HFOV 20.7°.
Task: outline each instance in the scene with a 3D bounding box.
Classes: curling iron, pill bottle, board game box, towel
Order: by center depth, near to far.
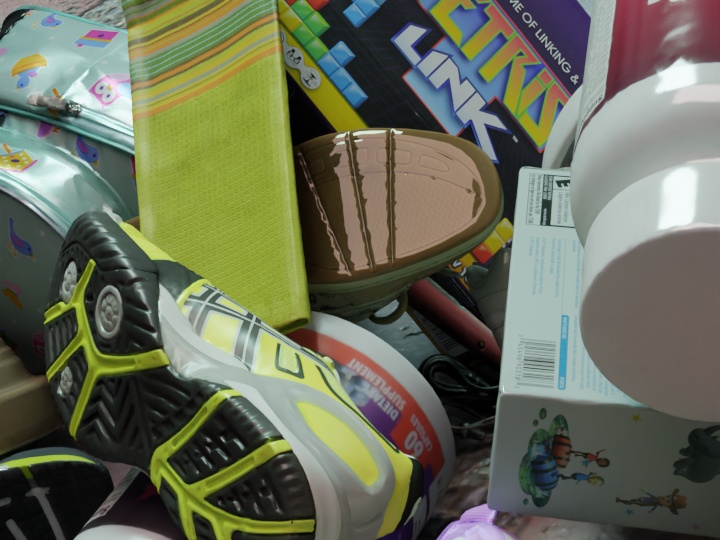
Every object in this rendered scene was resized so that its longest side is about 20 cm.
[{"bbox_3d":[0.131,-0.051,0.701,0.108,0.110,0.201,-10,41,22],"label":"pill bottle"},{"bbox_3d":[0.152,0.032,0.743,0.198,0.065,0.148,5,38,5],"label":"board game box"},{"bbox_3d":[-0.052,0.118,0.777,0.111,0.112,0.200,1,38,36],"label":"pill bottle"},{"bbox_3d":[-0.065,-0.055,0.836,0.086,0.018,0.202,-26,56,32],"label":"towel"},{"bbox_3d":[0.000,0.000,0.887,0.049,0.200,0.026,-41,-11,-16],"label":"curling iron"},{"bbox_3d":[0.042,-0.083,0.942,0.165,0.200,0.057,-45,9,-31],"label":"board game box"}]

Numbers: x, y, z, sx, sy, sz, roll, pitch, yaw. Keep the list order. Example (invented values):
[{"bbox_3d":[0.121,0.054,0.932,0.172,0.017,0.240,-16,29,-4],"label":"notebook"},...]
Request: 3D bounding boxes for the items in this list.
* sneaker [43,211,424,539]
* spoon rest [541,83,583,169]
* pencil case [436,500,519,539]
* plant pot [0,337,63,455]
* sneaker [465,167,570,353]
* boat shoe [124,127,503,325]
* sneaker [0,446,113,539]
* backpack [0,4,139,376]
[{"bbox_3d":[-0.054,0.046,0.734,0.076,0.076,0.200,1,32,-40],"label":"sneaker"},{"bbox_3d":[0.162,-0.068,0.929,0.199,0.100,0.061,-18,48,-38],"label":"spoon rest"},{"bbox_3d":[-0.019,0.148,0.675,0.199,0.086,0.084,-14,-11,-35],"label":"pencil case"},{"bbox_3d":[-0.249,0.060,0.946,0.199,0.094,0.201,-16,3,1],"label":"plant pot"},{"bbox_3d":[0.132,-0.022,0.869,0.199,0.092,0.076,-37,4,-25],"label":"sneaker"},{"bbox_3d":[-0.029,-0.006,0.859,0.198,0.063,0.074,-14,60,16],"label":"boat shoe"},{"bbox_3d":[-0.210,0.125,0.921,0.198,0.074,0.081,-20,26,2],"label":"sneaker"},{"bbox_3d":[-0.118,-0.029,0.995,0.198,0.177,0.154,8,44,28],"label":"backpack"}]
